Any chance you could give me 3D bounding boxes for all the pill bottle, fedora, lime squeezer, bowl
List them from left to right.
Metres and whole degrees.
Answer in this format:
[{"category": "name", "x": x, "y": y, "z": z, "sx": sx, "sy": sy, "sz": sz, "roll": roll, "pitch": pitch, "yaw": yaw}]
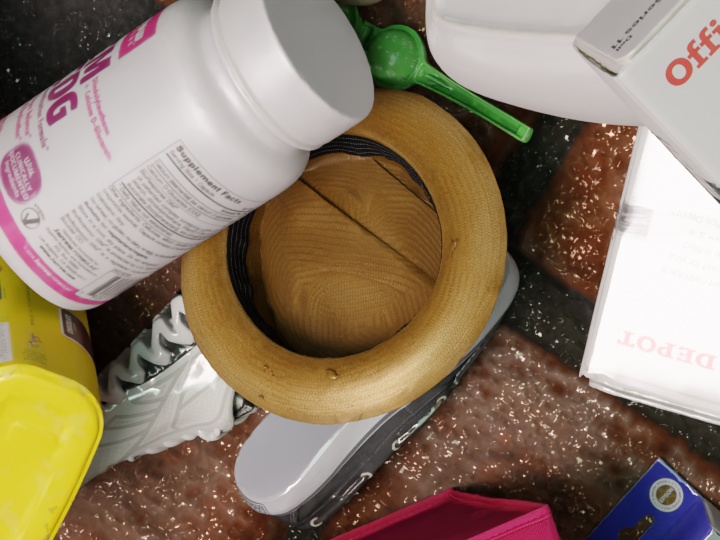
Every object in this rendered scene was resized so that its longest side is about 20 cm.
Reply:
[{"category": "pill bottle", "x": -0.098, "y": -0.072, "z": 1.467, "sx": 0.199, "sy": 0.113, "sz": 0.114, "roll": -31, "pitch": 90, "yaw": 25}, {"category": "fedora", "x": 0.000, "y": 0.000, "z": 1.507, "sx": 0.199, "sy": 0.082, "sz": 0.202, "roll": -11, "pitch": 63, "yaw": 21}, {"category": "lime squeezer", "x": 0.005, "y": -0.126, "z": 1.518, "sx": 0.199, "sy": 0.071, "sz": 0.038, "roll": 29, "pitch": 81, "yaw": -5}, {"category": "bowl", "x": 0.113, "y": -0.179, "z": 1.419, "sx": 0.199, "sy": 0.074, "sz": 0.201, "roll": 11, "pitch": 93, "yaw": 41}]

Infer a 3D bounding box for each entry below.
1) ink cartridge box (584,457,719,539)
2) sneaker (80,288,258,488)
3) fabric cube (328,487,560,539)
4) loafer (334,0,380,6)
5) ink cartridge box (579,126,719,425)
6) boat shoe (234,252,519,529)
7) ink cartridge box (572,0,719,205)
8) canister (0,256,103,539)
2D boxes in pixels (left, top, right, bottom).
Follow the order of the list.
[{"category": "ink cartridge box", "x": 0.205, "y": 0.206, "z": 1.532, "sx": 0.200, "sy": 0.037, "sz": 0.095, "roll": 43, "pitch": 108, "yaw": 8}, {"category": "sneaker", "x": -0.109, "y": 0.073, "z": 1.588, "sx": 0.081, "sy": 0.075, "sz": 0.200, "roll": 45, "pitch": 109, "yaw": -4}, {"category": "fabric cube", "x": 0.022, "y": 0.246, "z": 1.475, "sx": 0.195, "sy": 0.200, "sz": 0.200, "roll": -22, "pitch": 93, "yaw": -12}, {"category": "loafer", "x": 0.017, "y": -0.240, "z": 1.492, "sx": 0.076, "sy": 0.067, "sz": 0.201, "roll": 15, "pitch": 102, "yaw": 15}, {"category": "ink cartridge box", "x": 0.211, "y": -0.022, "z": 1.463, "sx": 0.145, "sy": 0.085, "sz": 0.201, "roll": 16, "pitch": 101, "yaw": 14}, {"category": "boat shoe", "x": 0.015, "y": 0.064, "z": 1.552, "sx": 0.200, "sy": 0.057, "sz": 0.069, "roll": -43, "pitch": 47, "yaw": 5}, {"category": "ink cartridge box", "x": 0.221, "y": -0.086, "z": 1.333, "sx": 0.147, "sy": 0.083, "sz": 0.200, "roll": -45, "pitch": 110, "yaw": 1}, {"category": "canister", "x": -0.201, "y": 0.070, "z": 1.535, "sx": 0.086, "sy": 0.200, "sz": 0.149, "roll": 22, "pitch": 110, "yaw": -19}]
